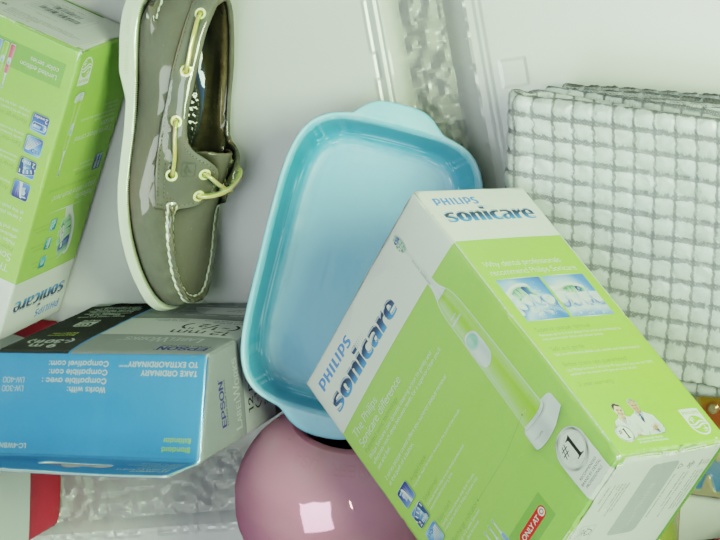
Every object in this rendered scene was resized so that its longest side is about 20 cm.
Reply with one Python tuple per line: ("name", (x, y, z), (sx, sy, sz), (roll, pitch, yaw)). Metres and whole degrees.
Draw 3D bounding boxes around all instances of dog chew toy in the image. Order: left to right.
("dog chew toy", (-0.020, 0.181, 1.527), (0.124, 0.125, 0.200), (17, 117, 18))

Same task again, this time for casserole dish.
("casserole dish", (0.000, 0.000, 1.483), (0.121, 0.039, 0.200), (14, 89, -2))

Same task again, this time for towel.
("towel", (0.180, -0.019, 1.407), (0.200, 0.086, 0.166), (8, 110, 25))

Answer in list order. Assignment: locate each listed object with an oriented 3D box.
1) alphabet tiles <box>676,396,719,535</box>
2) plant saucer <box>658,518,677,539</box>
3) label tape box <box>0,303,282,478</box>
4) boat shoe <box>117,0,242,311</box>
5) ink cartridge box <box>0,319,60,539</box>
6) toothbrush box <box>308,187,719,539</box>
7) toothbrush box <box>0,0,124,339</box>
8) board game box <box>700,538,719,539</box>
("alphabet tiles", (0.145, 0.061, 1.488), (0.166, 0.006, 0.200), (7, 104, 21))
("plant saucer", (0.125, 0.153, 1.429), (0.200, 0.031, 0.200), (3, 94, 62))
("label tape box", (-0.136, 0.069, 1.500), (0.143, 0.200, 0.066), (0, 100, 22))
("boat shoe", (-0.106, -0.074, 1.526), (0.060, 0.072, 0.202), (3, 99, 27))
("ink cartridge box", (-0.299, 0.112, 1.577), (0.145, 0.200, 0.145), (8, 105, 20))
("toothbrush box", (0.079, 0.075, 1.345), (0.200, 0.086, 0.146), (52, 129, 32))
("toothbrush box", (-0.242, -0.080, 1.573), (0.145, 0.086, 0.200), (24, 109, 16))
("board game box", (0.165, 0.209, 1.445), (0.200, 0.019, 0.103), (-18, 95, 62))
